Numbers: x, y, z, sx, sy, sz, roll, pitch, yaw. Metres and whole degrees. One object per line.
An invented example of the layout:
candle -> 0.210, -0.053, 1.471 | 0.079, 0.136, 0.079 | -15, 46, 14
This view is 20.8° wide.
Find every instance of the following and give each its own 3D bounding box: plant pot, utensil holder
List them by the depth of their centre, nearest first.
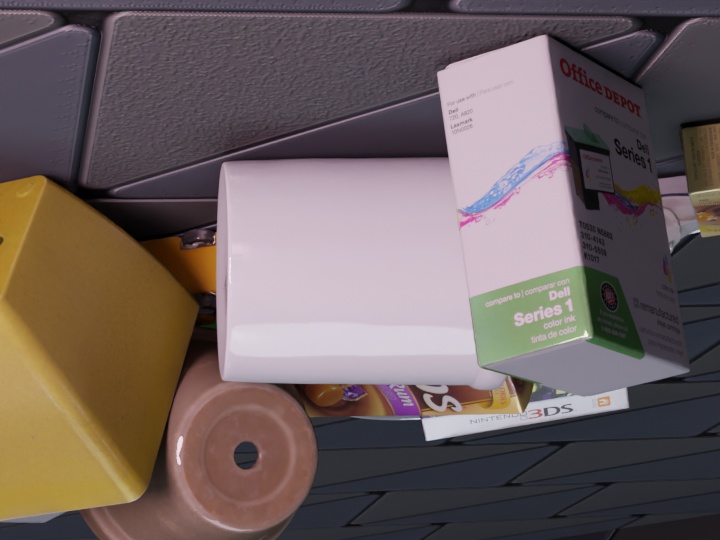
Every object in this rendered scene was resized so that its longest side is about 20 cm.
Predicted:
utensil holder -> 0.000, 0.000, 1.398 | 0.199, 0.170, 0.170 | 1, 164, -8
plant pot -> -0.260, 0.047, 1.425 | 0.200, 0.200, 0.177 | -11, 131, 22
plant pot -> -0.113, 0.142, 1.510 | 0.200, 0.201, 0.175 | 2, 177, -22

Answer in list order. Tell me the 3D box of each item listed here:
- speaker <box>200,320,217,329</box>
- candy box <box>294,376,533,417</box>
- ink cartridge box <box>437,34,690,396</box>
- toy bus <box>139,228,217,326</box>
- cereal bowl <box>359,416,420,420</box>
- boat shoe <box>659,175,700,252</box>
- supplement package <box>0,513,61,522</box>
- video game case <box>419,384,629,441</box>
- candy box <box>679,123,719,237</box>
speaker -> -0.037, 0.040, 1.683 | 0.199, 0.089, 0.088 | -3, 165, -3
candy box -> 0.030, 0.058, 1.575 | 0.199, 0.057, 0.117 | -4, 128, 23
ink cartridge box -> 0.130, -0.032, 1.251 | 0.084, 0.201, 0.145 | -17, 160, 31
toy bus -> -0.185, 0.016, 1.591 | 0.199, 0.065, 0.078 | -8, 165, 12
cereal bowl -> 0.067, 0.084, 1.872 | 0.199, 0.084, 0.200 | -3, 165, -1
boat shoe -> 0.214, -0.033, 1.518 | 0.199, 0.066, 0.072 | -2, 164, -7
supplement package -> -0.341, 0.153, 1.883 | 0.151, 0.151, 0.200 | 5, 162, -28
video game case -> 0.126, 0.048, 1.630 | 0.181, 0.036, 0.200 | -9, 129, 3
candy box -> 0.338, -0.075, 1.415 | 0.199, 0.055, 0.115 | -8, 164, 12
